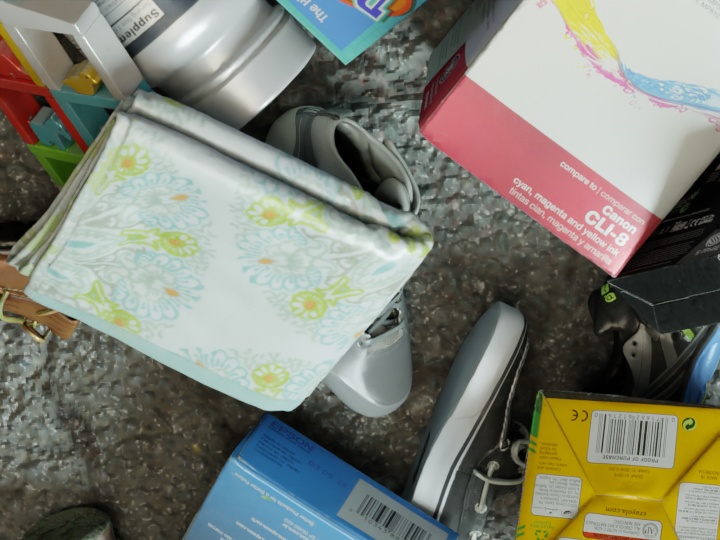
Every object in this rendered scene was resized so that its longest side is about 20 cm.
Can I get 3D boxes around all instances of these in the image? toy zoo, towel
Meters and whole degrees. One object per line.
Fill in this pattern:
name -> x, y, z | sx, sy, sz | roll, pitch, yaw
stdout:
toy zoo -> -0.169, -0.106, 1.422 | 0.131, 0.020, 0.200 | 13, 147, 40
towel -> -0.084, -0.007, 1.423 | 0.199, 0.048, 0.171 | 25, 138, -16

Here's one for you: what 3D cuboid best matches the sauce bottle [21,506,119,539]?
sauce bottle -> -0.162, 0.253, 1.614 | 0.064, 0.065, 0.201 | -13, 109, 10

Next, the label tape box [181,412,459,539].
label tape box -> -0.050, 0.208, 1.549 | 0.144, 0.063, 0.200 | 32, 122, 3

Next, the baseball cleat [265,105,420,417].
baseball cleat -> 0.000, 0.000, 1.482 | 0.070, 0.106, 0.201 | -31, 111, -30

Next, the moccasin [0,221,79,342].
moccasin -> -0.179, 0.013, 1.526 | 0.200, 0.074, 0.078 | 3, 103, -6

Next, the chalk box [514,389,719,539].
chalk box -> 0.168, 0.164, 1.488 | 0.124, 0.200, 0.124 | 4, 69, 15

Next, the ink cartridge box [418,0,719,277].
ink cartridge box -> 0.149, -0.133, 1.394 | 0.144, 0.145, 0.200 | 36, 110, -8

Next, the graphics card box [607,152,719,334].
graphics card box -> 0.233, -0.057, 1.375 | 0.051, 0.125, 0.200 | 45, 68, -13

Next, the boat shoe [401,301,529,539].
boat shoe -> 0.075, 0.112, 1.533 | 0.068, 0.074, 0.200 | 18, 114, -5

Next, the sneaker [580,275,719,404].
sneaker -> 0.181, 0.015, 1.487 | 0.082, 0.071, 0.200 | 14, 114, -6

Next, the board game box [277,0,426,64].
board game box -> 0.013, -0.225, 1.347 | 0.200, 0.045, 0.152 | -37, 116, 27

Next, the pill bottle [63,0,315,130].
pill bottle -> -0.123, -0.173, 1.421 | 0.119, 0.120, 0.200 | -39, 103, 17
